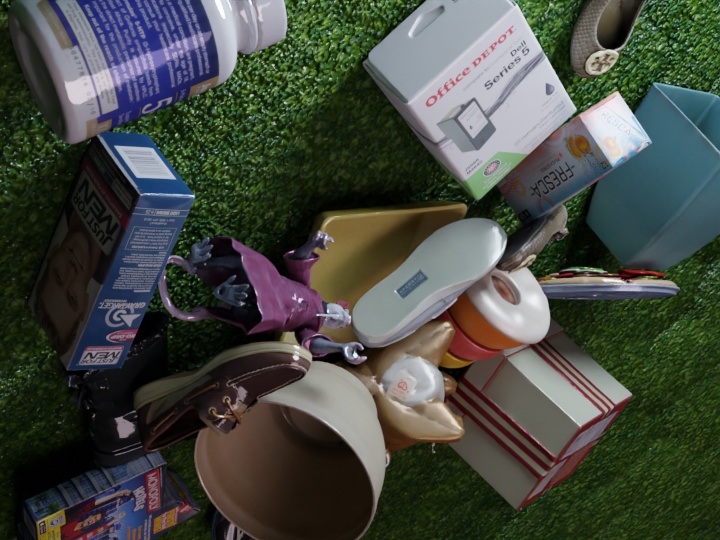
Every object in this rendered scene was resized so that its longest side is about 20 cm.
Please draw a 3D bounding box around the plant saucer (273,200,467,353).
[{"bbox_3d":[0.000,0.000,1.487,0.200,0.048,0.200,-7,133,-37],"label":"plant saucer"}]

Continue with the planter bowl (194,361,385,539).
[{"bbox_3d":[-0.058,0.180,1.425,0.135,0.200,0.200,-58,168,-52],"label":"planter bowl"}]

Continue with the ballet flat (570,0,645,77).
[{"bbox_3d":[0.281,-0.287,1.425,0.067,0.046,0.200,-6,132,-37],"label":"ballet flat"}]

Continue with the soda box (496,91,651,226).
[{"bbox_3d":[0.227,-0.118,1.463,0.064,0.068,0.200,-32,178,-26],"label":"soda box"}]

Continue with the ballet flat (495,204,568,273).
[{"bbox_3d":[0.203,-0.034,1.555,0.067,0.046,0.200,-27,-173,26],"label":"ballet flat"}]

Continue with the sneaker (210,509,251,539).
[{"bbox_3d":[-0.106,0.283,1.658,0.200,0.083,0.071,-44,144,5],"label":"sneaker"}]

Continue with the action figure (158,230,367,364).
[{"bbox_3d":[-0.083,0.041,1.346,0.149,0.134,0.200,-21,154,31],"label":"action figure"}]

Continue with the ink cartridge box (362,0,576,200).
[{"bbox_3d":[0.114,-0.186,1.362,0.145,0.084,0.200,-42,144,2],"label":"ink cartridge box"}]

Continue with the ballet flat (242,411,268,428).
[{"bbox_3d":[-0.100,0.159,1.561,0.069,0.069,0.200,-44,148,6],"label":"ballet flat"}]

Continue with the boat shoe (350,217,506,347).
[{"bbox_3d":[0.073,0.015,1.483,0.201,0.070,0.072,-35,164,-11],"label":"boat shoe"}]

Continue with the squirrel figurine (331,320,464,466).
[{"bbox_3d":[0.019,0.163,1.580,0.200,0.142,0.187,-8,160,-11],"label":"squirrel figurine"}]

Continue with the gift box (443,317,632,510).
[{"bbox_3d":[0.207,0.170,1.729,0.200,0.187,0.185,-10,138,-56],"label":"gift box"}]

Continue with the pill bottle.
[{"bbox_3d":[-0.166,-0.191,1.076,0.200,0.120,0.120,-25,141,-19],"label":"pill bottle"}]

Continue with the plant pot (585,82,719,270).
[{"bbox_3d":[0.381,-0.102,1.650,0.141,0.141,0.200,2,132,-43],"label":"plant pot"}]

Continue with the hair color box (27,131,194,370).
[{"bbox_3d":[-0.229,-0.016,1.220,0.060,0.100,0.200,0,128,-41],"label":"hair color box"}]

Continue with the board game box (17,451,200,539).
[{"bbox_3d":[-0.275,0.262,1.487,0.200,0.062,0.200,-23,150,-27],"label":"board game box"}]

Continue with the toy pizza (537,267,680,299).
[{"bbox_3d":[0.299,0.016,1.691,0.200,0.200,0.032,4,84,-44],"label":"toy pizza"}]

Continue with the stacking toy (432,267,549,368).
[{"bbox_3d":[0.116,0.070,1.623,0.146,0.146,0.200,9,138,-46],"label":"stacking toy"}]

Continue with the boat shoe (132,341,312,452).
[{"bbox_3d":[-0.133,0.128,1.304,0.200,0.072,0.072,-19,149,20],"label":"boat shoe"}]

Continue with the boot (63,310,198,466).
[{"bbox_3d":[-0.210,0.107,1.397,0.198,0.073,0.163,-23,136,-23],"label":"boot"}]
